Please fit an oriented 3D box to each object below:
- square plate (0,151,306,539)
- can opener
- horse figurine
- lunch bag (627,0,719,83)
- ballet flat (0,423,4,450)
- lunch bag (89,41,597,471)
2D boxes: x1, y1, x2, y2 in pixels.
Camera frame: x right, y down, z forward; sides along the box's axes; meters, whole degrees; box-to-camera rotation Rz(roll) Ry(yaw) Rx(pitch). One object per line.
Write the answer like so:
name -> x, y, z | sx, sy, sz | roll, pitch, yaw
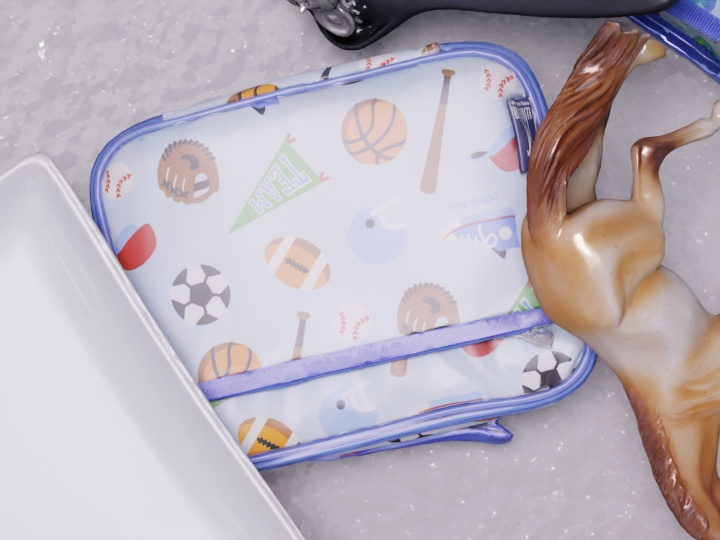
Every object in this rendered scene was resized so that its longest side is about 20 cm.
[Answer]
square plate -> -0.147, 0.090, 0.767 | 0.200, 0.028, 0.198 | -34, 88, 4
can opener -> 0.036, -0.123, 0.757 | 0.200, 0.063, 0.079 | 10, 67, 49
horse figurine -> 0.115, 0.001, 0.752 | 0.133, 0.050, 0.200 | -52, 121, -21
lunch bag -> 0.176, -0.155, 0.778 | 0.200, 0.127, 0.170 | 37, 92, 20
ballet flat -> -0.165, 0.050, 0.815 | 0.072, 0.072, 0.200 | -26, 85, 3
lunch bag -> 0.000, 0.000, 0.801 | 0.200, 0.076, 0.161 | -12, 87, 5
